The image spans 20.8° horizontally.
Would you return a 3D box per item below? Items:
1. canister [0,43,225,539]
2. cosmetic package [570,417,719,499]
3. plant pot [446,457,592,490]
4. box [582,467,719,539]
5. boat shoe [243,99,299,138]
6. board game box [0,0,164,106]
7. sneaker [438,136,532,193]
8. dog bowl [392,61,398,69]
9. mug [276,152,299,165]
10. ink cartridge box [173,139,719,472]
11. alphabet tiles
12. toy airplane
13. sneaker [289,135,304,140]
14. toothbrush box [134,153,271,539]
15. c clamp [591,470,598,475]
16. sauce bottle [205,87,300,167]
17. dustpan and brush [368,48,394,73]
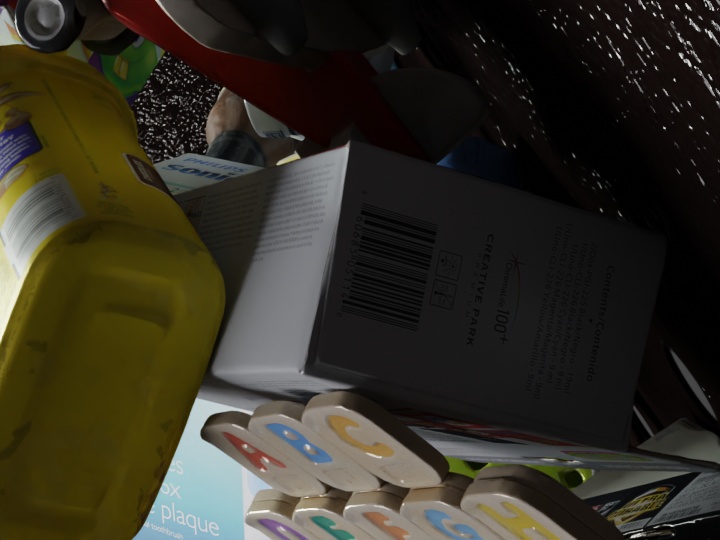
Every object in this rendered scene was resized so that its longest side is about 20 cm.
[{"bbox_3d":[-0.128,0.009,0.791,0.086,0.149,0.200,14,-162,-25],"label":"canister"},{"bbox_3d":[0.178,0.172,0.874,0.200,0.071,0.105,58,178,-6],"label":"cosmetic package"},{"bbox_3d":[0.085,0.157,1.328,0.199,0.200,0.182,61,-176,-67],"label":"plant pot"},{"bbox_3d":[0.149,0.176,0.767,0.200,0.050,0.198,57,151,-3],"label":"box"},{"bbox_3d":[-0.036,-0.168,0.969,0.074,0.065,0.200,-59,-40,-72],"label":"boat shoe"},{"bbox_3d":[-0.149,-0.151,0.954,0.105,0.103,0.200,69,-146,-42],"label":"board game box"},{"bbox_3d":[0.077,-0.002,0.965,0.200,0.076,0.105,60,-164,-60],"label":"sneaker"},{"bbox_3d":[-0.020,-0.144,1.206,0.200,0.050,0.112,58,178,-30],"label":"dog bowl"},{"bbox_3d":[0.009,-0.004,1.119,0.186,0.149,0.153,-28,-85,-47],"label":"mug"},{"bbox_3d":[0.024,0.022,0.769,0.175,0.084,0.200,16,170,-23],"label":"ink cartridge box"},{"bbox_3d":[0.038,0.108,0.721,0.196,0.015,0.200,39,155,-20],"label":"alphabet tiles"},{"bbox_3d":[-0.029,-0.116,0.820,0.199,0.141,0.200,21,-165,-31],"label":"toy airplane"},{"bbox_3d":[-0.034,-0.156,1.061,0.088,0.075,0.200,35,-144,-66],"label":"sneaker"},{"bbox_3d":[-0.053,0.055,0.976,0.146,0.085,0.200,14,114,34],"label":"toothbrush box"},{"bbox_3d":[0.144,0.141,1.090,0.200,0.027,0.171,75,-177,-66],"label":"c clamp"},{"bbox_3d":[-0.062,-0.104,1.289,0.065,0.065,0.200,58,-147,-28],"label":"sauce bottle"},{"bbox_3d":[-0.001,-0.043,1.031,0.139,0.200,0.057,-6,147,44],"label":"dustpan and brush"}]
